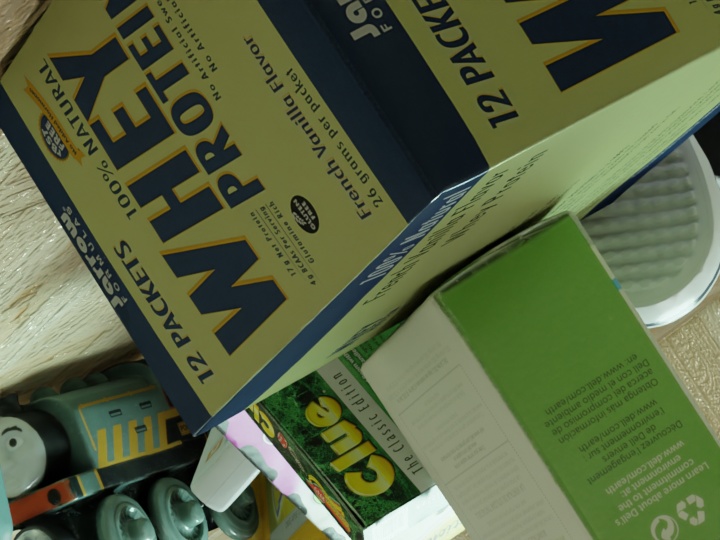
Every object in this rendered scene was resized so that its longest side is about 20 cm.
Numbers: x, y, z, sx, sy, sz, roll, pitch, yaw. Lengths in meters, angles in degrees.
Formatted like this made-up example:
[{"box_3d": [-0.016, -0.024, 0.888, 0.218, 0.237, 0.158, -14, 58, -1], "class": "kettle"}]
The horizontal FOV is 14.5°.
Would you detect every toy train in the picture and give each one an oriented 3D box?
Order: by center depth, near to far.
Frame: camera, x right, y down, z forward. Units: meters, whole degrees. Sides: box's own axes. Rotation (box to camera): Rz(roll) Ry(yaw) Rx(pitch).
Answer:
[{"box_3d": [-0.130, 0.109, 1.478, 0.085, 0.114, 0.200, -26, 174, 27], "class": "toy train"}]

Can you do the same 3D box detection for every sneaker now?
[{"box_3d": [0.086, -0.038, 1.086, 0.078, 0.200, 0.079, -33, 137, 1], "class": "sneaker"}]

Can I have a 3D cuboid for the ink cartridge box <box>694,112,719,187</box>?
[{"box_3d": [0.195, -0.062, 1.205, 0.037, 0.200, 0.095, 89, 20, -63], "class": "ink cartridge box"}]

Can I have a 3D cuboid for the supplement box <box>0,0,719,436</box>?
[{"box_3d": [0.020, -0.076, 0.899, 0.200, 0.134, 0.200, -28, 171, -32], "class": "supplement box"}]

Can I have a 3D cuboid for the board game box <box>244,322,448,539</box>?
[{"box_3d": [-0.014, 0.006, 1.043, 0.105, 0.200, 0.023, -28, 148, -21], "class": "board game box"}]

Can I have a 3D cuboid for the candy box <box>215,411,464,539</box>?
[{"box_3d": [0.013, 0.039, 1.177, 0.136, 0.061, 0.200, -35, 144, 4], "class": "candy box"}]

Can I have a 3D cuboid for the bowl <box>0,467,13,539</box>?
[{"box_3d": [-0.227, 0.116, 1.194, 0.201, 0.105, 0.201, -32, 171, -6], "class": "bowl"}]

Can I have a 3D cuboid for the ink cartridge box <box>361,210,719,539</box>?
[{"box_3d": [0.086, 0.089, 0.936, 0.059, 0.200, 0.104, -31, 174, -19], "class": "ink cartridge box"}]

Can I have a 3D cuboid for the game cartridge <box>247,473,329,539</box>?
[{"box_3d": [-0.032, 0.078, 1.489, 0.032, 0.176, 0.200, 1, 161, -18], "class": "game cartridge"}]

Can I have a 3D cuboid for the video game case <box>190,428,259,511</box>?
[{"box_3d": [0.000, 0.000, 1.300, 0.200, 0.023, 0.182, -48, -170, 20], "class": "video game case"}]
